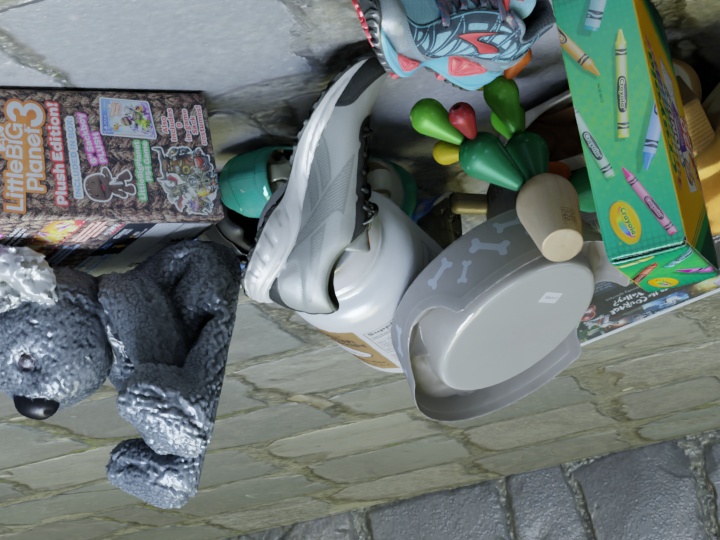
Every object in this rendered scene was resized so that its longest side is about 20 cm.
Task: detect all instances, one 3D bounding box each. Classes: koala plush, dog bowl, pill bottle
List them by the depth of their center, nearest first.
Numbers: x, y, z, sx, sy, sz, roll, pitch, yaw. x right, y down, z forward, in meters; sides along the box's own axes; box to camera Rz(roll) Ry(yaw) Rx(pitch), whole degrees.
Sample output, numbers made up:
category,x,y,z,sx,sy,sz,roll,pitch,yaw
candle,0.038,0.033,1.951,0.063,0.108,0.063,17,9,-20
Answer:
category,x,y,z,sx,sy,sz,roll,pitch,yaw
koala plush,-0.195,0.050,1.523,0.199,0.184,0.177,12,154,-4
dog bowl,0.111,0.029,1.639,0.200,0.059,0.200,-27,150,-17
pill bottle,0.000,0.000,1.657,0.114,0.115,0.200,-15,156,18

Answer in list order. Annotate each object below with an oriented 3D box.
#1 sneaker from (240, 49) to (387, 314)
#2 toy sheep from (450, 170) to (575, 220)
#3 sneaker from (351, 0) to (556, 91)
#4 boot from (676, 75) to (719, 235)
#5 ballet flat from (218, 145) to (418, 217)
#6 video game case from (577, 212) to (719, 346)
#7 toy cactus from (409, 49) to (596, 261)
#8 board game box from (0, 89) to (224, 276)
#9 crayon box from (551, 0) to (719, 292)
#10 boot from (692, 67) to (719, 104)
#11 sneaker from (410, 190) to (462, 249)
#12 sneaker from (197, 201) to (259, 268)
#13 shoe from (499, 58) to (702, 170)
category,x,y,z,sx,sy,sz,roll,pitch,yaw
sneaker,-0.016,-0.062,1.524,0.079,0.201,0.074,22,-170,6
toy sheep,0.175,-0.050,1.794,0.199,0.138,0.138,-3,164,-10
sneaker,0.063,-0.176,1.371,0.095,0.080,0.200,-28,168,24
boot,0.320,-0.116,1.597,0.201,0.071,0.144,-28,130,8
ballet flat,-0.017,-0.065,1.705,0.199,0.068,0.070,2,171,-37
video game case,0.232,-0.020,1.728,0.199,0.023,0.182,-22,142,9
toy cactus,0.136,-0.076,1.550,0.200,0.165,0.102,25,121,-31
board game box,-0.226,-0.057,1.536,0.199,0.097,0.159,-1,163,-32
crayon box,0.193,-0.095,1.483,0.058,0.201,0.119,-15,165,17
boot,0.331,-0.130,1.695,0.200,0.077,0.168,-15,170,41
sneaker,0.045,-0.026,1.864,0.089,0.079,0.200,-4,176,-2
sneaker,-0.073,-0.030,1.788,0.111,0.077,0.200,-11,163,42
shoe,0.179,-0.111,1.659,0.200,0.070,0.053,-21,-175,43
